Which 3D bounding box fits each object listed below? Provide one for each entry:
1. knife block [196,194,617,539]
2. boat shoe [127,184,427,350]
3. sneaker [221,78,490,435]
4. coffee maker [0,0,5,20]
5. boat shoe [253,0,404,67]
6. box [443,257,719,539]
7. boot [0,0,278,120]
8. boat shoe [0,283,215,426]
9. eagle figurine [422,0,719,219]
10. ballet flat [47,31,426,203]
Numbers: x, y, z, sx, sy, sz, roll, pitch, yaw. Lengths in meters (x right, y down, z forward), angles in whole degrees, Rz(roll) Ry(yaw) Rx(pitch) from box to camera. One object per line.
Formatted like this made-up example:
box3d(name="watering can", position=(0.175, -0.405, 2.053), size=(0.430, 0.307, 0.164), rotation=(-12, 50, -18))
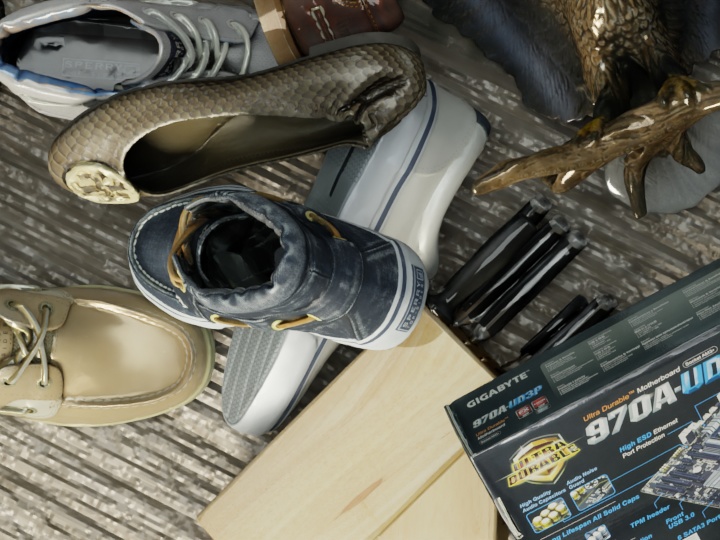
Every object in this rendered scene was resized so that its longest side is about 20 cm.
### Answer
box3d(name="knife block", position=(0.024, 0.050, 1.399), size=(0.199, 0.064, 0.176), rotation=(1, 89, 9))
box3d(name="boat shoe", position=(-0.064, -0.011, 1.342), size=(0.200, 0.091, 0.071), rotation=(9, 82, 48))
box3d(name="sneaker", position=(0.000, 0.000, 1.400), size=(0.071, 0.073, 0.200), rotation=(22, 109, -24))
box3d(name="coffee maker", position=(-0.297, -0.096, 1.383), size=(0.199, 0.192, 0.135), rotation=(21, 109, 9))
box3d(name="boat shoe", position=(-0.028, -0.191, 1.387), size=(0.070, 0.070, 0.201), rotation=(-21, 68, 11))
box3d(name="box", position=(0.160, 0.081, 1.336), size=(0.200, 0.046, 0.159), rotation=(-29, 126, 3))
box3d(name="boot", position=(-0.082, -0.097, 1.398), size=(0.199, 0.096, 0.074), rotation=(0, 90, 8))
box3d(name="boat shoe", position=(-0.173, 0.040, 1.426), size=(0.199, 0.065, 0.072), rotation=(6, 91, 8))
box3d(name="eagle figurine", position=(0.114, -0.136, 1.371), size=(0.151, 0.151, 0.200), rotation=(6, 48, -27))
box3d(name="ballet flat", position=(-0.060, -0.063, 1.357), size=(0.199, 0.067, 0.046), rotation=(-14, 63, 21))
